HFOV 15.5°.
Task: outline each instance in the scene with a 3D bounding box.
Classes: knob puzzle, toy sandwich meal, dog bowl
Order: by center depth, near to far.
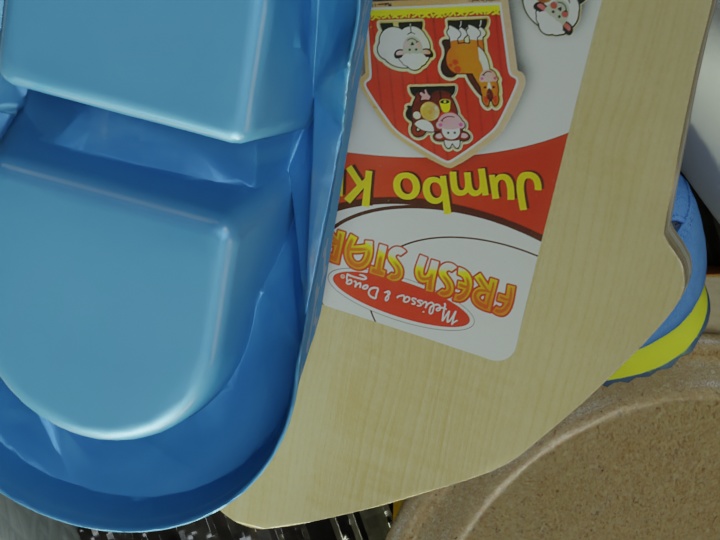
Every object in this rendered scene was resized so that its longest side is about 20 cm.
[{"bbox_3d":[-0.053,-0.035,0.654,0.111,0.050,0.201,15,113,12],"label":"dog bowl"},{"bbox_3d":[-0.009,-0.026,0.686,0.218,0.030,0.221,6,111,15],"label":"knob puzzle"},{"bbox_3d":[0.082,0.092,0.838,0.204,0.070,0.206,-6,112,-16],"label":"toy sandwich meal"}]

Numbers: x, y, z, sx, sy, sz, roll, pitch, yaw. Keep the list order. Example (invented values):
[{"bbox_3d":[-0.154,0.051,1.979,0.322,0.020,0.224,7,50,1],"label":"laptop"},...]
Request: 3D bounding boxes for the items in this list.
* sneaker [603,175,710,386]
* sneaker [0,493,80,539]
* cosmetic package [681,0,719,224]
[{"bbox_3d":[0.000,0.000,0.768,0.199,0.066,0.079,-10,137,14],"label":"sneaker"},{"bbox_3d":[-0.140,0.020,0.776,0.072,0.072,0.201,-13,98,17],"label":"sneaker"},{"bbox_3d":[0.142,-0.042,0.731,0.081,0.113,0.200,-46,113,-10],"label":"cosmetic package"}]
